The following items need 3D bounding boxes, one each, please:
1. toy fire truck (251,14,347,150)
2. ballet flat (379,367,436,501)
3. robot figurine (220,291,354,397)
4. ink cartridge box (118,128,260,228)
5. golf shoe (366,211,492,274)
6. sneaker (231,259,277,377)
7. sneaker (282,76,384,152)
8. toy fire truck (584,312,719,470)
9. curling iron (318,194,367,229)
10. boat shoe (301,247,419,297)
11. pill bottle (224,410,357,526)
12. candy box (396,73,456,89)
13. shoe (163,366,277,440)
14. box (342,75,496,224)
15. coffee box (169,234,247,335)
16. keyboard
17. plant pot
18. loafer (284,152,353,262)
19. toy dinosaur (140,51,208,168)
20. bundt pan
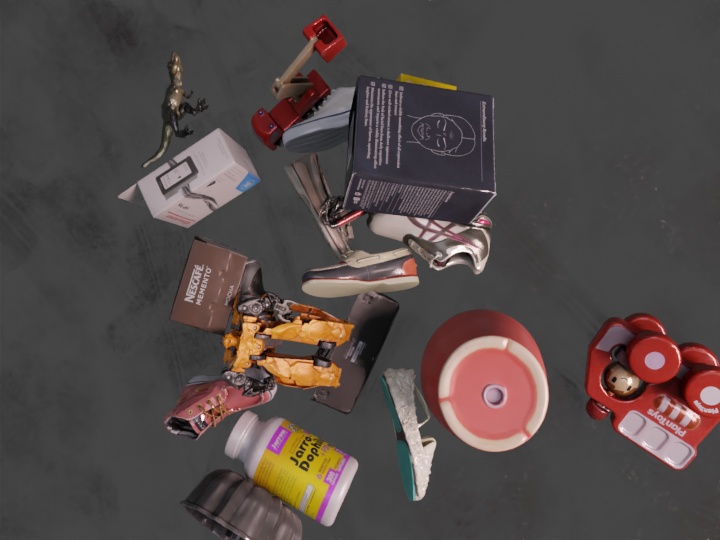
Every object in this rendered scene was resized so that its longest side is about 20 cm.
[{"bbox_3d":[-0.102,-0.286,0.827,0.199,0.141,0.049,-42,82,4],"label":"toy fire truck"},{"bbox_3d":[0.083,0.248,0.808,0.070,0.072,0.206,-14,85,7],"label":"ballet flat"},{"bbox_3d":[-0.109,0.109,0.755,0.196,0.058,0.149,13,93,-32],"label":"robot figurine"},{"bbox_3d":[-0.276,-0.135,0.858,0.197,0.116,0.069,-31,81,6],"label":"ink cartridge box"},{"bbox_3d":[0.103,-0.052,0.797,0.194,0.078,0.091,7,69,2],"label":"golf shoe"},{"bbox_3d":[-0.165,0.085,0.853,0.075,0.078,0.206,0,96,7],"label":"sneaker"},{"bbox_3d":[-0.038,-0.254,0.859,0.195,0.073,0.072,-20,75,-2],"label":"sneaker"},{"bbox_3d":[0.413,0.170,0.748,0.197,0.112,0.171,31,110,10],"label":"toy fire truck"},{"bbox_3d":[0.024,-0.117,0.820,0.196,0.025,0.051,-22,116,-18],"label":"curling iron"},{"bbox_3d":[0.000,0.000,0.800,0.195,0.071,0.064,-4,75,-25],"label":"boat shoe"},{"bbox_3d":[-0.109,0.298,0.813,0.196,0.104,0.106,25,91,9],"label":"pill bottle"},{"bbox_3d":[0.097,-0.199,0.827,0.099,0.026,0.206,6,84,-15],"label":"candy box"},{"bbox_3d":[-0.218,0.209,0.805,0.196,0.092,0.072,-13,121,34],"label":"shoe"},{"bbox_3d":[0.080,-0.165,0.736,0.194,0.107,0.153,6,72,-7],"label":"box"},{"bbox_3d":[-0.232,0.014,0.795,0.078,0.199,0.116,19,89,-18],"label":"coffee box"},{"bbox_3d":[-0.021,0.122,0.853,0.102,0.040,0.204,26,90,-14],"label":"keyboard"},{"bbox_3d":[0.178,0.160,0.741,0.194,0.177,0.207,0,87,8],"label":"plant pot"},{"bbox_3d":[-0.052,-0.101,0.848,0.062,0.072,0.203,-32,80,-1],"label":"loafer"},{"bbox_3d":[-0.318,-0.269,0.909,0.086,0.047,0.206,14,89,24],"label":"toy dinosaur"},{"bbox_3d":[-0.169,0.371,0.787,0.198,0.204,0.076,27,56,10],"label":"bundt pan"}]
